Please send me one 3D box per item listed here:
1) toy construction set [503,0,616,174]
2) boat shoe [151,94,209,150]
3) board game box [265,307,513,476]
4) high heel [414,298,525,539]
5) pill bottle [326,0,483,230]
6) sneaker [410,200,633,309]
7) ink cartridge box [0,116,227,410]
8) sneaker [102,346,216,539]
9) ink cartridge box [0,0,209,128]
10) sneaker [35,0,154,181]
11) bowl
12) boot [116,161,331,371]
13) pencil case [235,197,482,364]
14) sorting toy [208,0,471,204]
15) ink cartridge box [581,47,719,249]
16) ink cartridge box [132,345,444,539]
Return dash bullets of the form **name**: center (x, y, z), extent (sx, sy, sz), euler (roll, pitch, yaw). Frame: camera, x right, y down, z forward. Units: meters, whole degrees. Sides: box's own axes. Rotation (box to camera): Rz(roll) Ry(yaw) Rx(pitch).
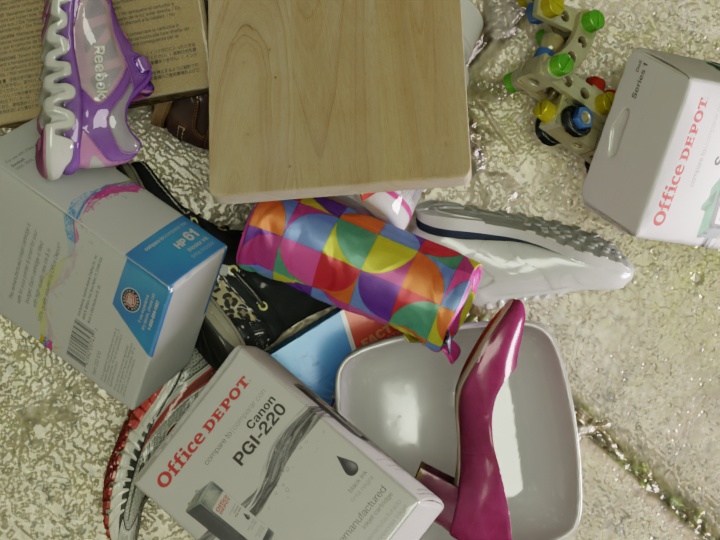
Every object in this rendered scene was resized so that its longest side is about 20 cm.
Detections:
- **toy construction set**: center (0.210, -0.158, 1.596), extent (0.200, 0.092, 0.131), euler (25, 65, -15)
- **boat shoe**: center (-0.105, -0.198, 1.558), extent (0.070, 0.070, 0.200), euler (25, 100, 5)
- **board game box**: center (0.017, 0.126, 1.607), extent (0.153, 0.040, 0.200), euler (-32, 97, -4)
- **high heel**: center (0.115, 0.126, 1.491), extent (0.096, 0.067, 0.200), euler (24, 104, 2)
- **pill bottle**: center (0.022, -0.139, 1.540), extent (0.113, 0.113, 0.200), euler (27, 74, -8)
- **sneaker**: center (0.137, -0.004, 1.606), extent (0.200, 0.076, 0.081), euler (11, 103, -3)
- **ink cartridge box**: center (-0.222, -0.008, 1.485), extent (0.200, 0.085, 0.145), euler (34, 132, 13)
- **sneaker**: center (-0.164, 0.147, 1.568), extent (0.082, 0.078, 0.200), euler (23, 91, -9)
- **ink cartridge box**: center (-0.212, -0.212, 1.509), extent (0.200, 0.075, 0.165), euler (-8, 91, 16)
- **sneaker**: center (-0.204, -0.166, 1.438), extent (0.088, 0.080, 0.201), euler (3, 80, -13)
- **bowl**: center (0.079, 0.143, 1.558), extent (0.200, 0.075, 0.200), euler (-9, 94, -6)
- **boot**: center (-0.105, -0.026, 1.573), extent (0.154, 0.074, 0.204), euler (-26, 73, -24)
- **pencil case**: center (0.000, 0.000, 1.489), extent (0.200, 0.088, 0.089), euler (25, 90, 7)
- **sorting toy**: center (-0.015, -0.144, 1.449), extent (0.198, 0.070, 0.200), euler (-4, 69, 6)
- **ink cartridge box**: center (0.305, -0.096, 1.557), extent (0.200, 0.084, 0.146), euler (5, 111, -31)
- **ink cartridge box**: center (-0.058, 0.176, 1.472), extent (0.200, 0.085, 0.146), euler (39, 93, 19)
